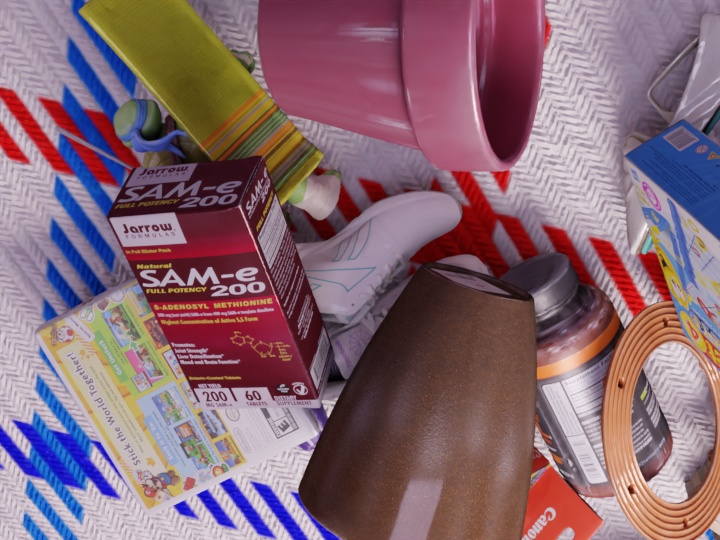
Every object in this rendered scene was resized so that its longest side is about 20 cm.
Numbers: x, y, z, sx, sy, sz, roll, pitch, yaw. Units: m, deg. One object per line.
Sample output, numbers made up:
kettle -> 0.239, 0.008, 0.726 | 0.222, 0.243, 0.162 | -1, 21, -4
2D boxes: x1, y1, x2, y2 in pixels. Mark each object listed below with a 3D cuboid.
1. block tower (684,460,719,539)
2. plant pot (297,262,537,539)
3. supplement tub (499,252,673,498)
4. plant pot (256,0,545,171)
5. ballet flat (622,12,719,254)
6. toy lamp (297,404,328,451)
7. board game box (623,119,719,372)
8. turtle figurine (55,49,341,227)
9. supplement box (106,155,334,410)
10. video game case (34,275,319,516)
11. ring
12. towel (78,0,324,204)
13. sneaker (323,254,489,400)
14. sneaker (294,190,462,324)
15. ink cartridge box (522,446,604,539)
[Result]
block tower -> 0.373, 0.161, 0.987 | 0.057, 0.054, 0.201 | 33, 114, -8
plant pot -> 0.064, 0.103, 0.873 | 0.184, 0.187, 0.203 | 15, 99, 0
supplement tub -> 0.185, 0.087, 0.949 | 0.106, 0.107, 0.202 | -23, 109, 16
plant pot -> 0.029, -0.177, 0.814 | 0.176, 0.200, 0.203 | 5, 116, 22
ballet flat -> 0.249, -0.111, 0.881 | 0.069, 0.070, 0.202 | 24, 112, -4
toy lamp -> -0.096, 0.079, 1.010 | 0.058, 0.058, 0.201 | -29, 105, 19
board game box -> 0.285, 0.020, 0.801 | 0.055, 0.201, 0.197 | -29, 125, 0
turtle figurine -> -0.120, -0.108, 0.918 | 0.193, 0.200, 0.145 | 34, 89, -32
supplement box -> -0.098, 0.016, 0.829 | 0.107, 0.061, 0.202 | -4, 130, 19
video game case -> -0.159, 0.097, 0.975 | 0.180, 0.023, 0.202 | -26, 107, 7
ring -> 0.258, 0.127, 0.927 | 0.019, 0.200, 0.202 | -7, 119, 49
towel -> -0.113, -0.135, 0.820 | 0.200, 0.086, 0.018 | 49, 136, -13
sneaker -> 0.028, 0.059, 0.956 | 0.199, 0.099, 0.075 | -36, 81, 19
sneaker -> 0.000, 0.000, 0.927 | 0.198, 0.071, 0.081 | -25, 66, 3
ink cartridge box -> 0.106, 0.189, 0.983 | 0.200, 0.050, 0.110 | 45, 118, 23
